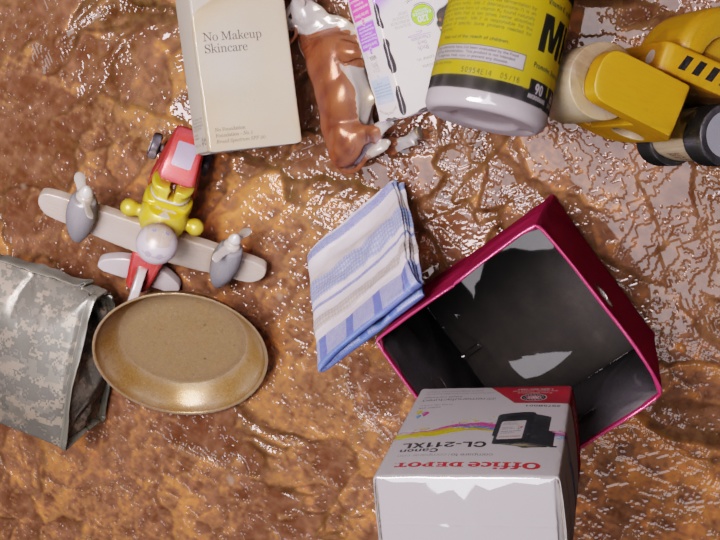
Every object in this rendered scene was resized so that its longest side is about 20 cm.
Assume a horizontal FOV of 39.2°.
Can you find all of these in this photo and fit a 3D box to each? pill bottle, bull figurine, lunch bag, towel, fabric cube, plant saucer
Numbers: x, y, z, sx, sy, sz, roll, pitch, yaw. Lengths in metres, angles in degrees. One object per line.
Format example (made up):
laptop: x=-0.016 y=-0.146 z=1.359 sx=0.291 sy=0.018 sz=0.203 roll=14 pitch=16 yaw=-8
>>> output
pill bottle: x=0.133 y=-0.231 z=0.912 sx=0.114 sy=0.114 sz=0.201 roll=13 pitch=89 yaw=12
bull figurine: x=-0.011 y=-0.204 z=1.064 sx=0.121 sy=0.065 sz=0.201 roll=-5 pitch=106 yaw=35
lunch bag: x=-0.382 y=0.083 z=1.203 sx=0.163 sy=0.118 sz=0.201 roll=18 pitch=111 yaw=11
towel: x=0.000 y=0.000 z=1.053 sx=0.147 sy=0.200 sz=0.024 roll=-39 pitch=120 yaw=21
fabric cube: x=0.166 y=0.068 z=1.014 sx=0.200 sy=0.199 sz=0.197 roll=-37 pitch=90 yaw=19
plant saucer: x=-0.205 y=0.088 z=1.164 sx=0.199 sy=0.036 sz=0.201 roll=0 pitch=132 yaw=0

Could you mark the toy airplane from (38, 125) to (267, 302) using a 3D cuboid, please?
toy airplane: x=-0.228 y=-0.039 z=1.122 sx=0.199 sy=0.141 sz=0.200 roll=-22 pitch=116 yaw=4

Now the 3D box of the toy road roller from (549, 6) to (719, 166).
toy road roller: x=0.280 y=-0.188 z=0.955 sx=0.199 sy=0.123 sz=0.147 roll=19 pitch=91 yaw=-15

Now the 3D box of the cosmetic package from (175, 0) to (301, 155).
cosmetic package: x=-0.129 y=-0.226 z=1.049 sx=0.103 sy=0.073 sz=0.201 roll=-10 pitch=98 yaw=-20

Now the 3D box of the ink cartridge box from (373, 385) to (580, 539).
ink cartridge box: x=0.105 y=0.168 z=0.842 sx=0.145 sy=0.200 sz=0.083 roll=-3 pitch=102 yaw=15

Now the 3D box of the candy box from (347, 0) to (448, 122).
candy box: x=0.078 y=-0.263 z=0.989 sx=0.167 sy=0.071 sz=0.201 roll=-18 pitch=99 yaw=-18
